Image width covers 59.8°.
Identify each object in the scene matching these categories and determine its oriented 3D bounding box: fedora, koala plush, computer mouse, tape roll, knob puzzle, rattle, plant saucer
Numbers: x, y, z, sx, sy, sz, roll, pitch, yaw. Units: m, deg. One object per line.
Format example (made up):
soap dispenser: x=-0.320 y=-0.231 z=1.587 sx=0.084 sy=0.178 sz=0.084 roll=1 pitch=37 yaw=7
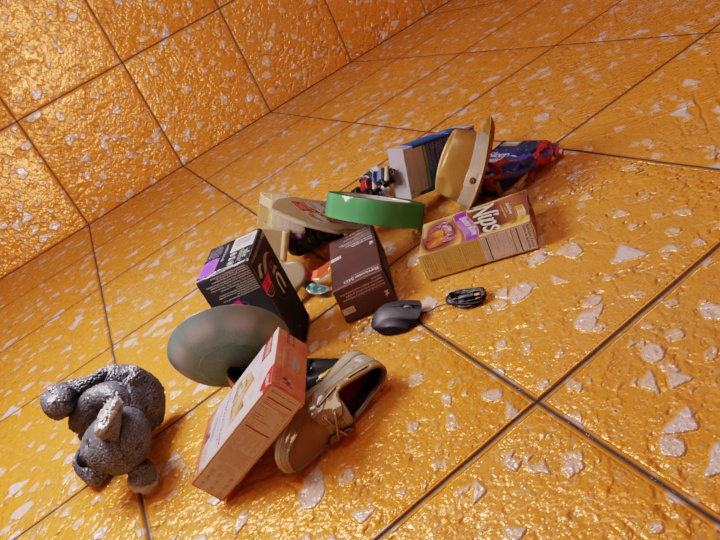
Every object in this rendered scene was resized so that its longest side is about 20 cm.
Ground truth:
fedora: x=0.189 y=-0.197 z=1.174 sx=0.080 sy=0.204 sz=0.202 roll=15 pitch=34 yaw=1
koala plush: x=-0.379 y=0.248 z=0.977 sx=0.181 sy=0.181 sz=0.199 roll=-27 pitch=20 yaw=-22
computer mouse: x=0.103 y=0.056 z=0.990 sx=0.196 sy=0.035 sz=0.059 roll=-19 pitch=27 yaw=18
tape roll: x=0.028 y=-0.121 z=1.240 sx=0.195 sy=0.049 sz=0.201 roll=6 pitch=10 yaw=-1
knob puzzle: x=-0.095 y=-0.106 z=1.281 sx=0.214 sy=0.031 sz=0.220 roll=14 pitch=19 yaw=-5
rattle: x=-0.147 y=0.038 z=1.264 sx=0.195 sy=0.144 sz=0.132 roll=-18 pitch=61 yaw=-3
plant saucer: x=-0.206 y=0.135 z=0.993 sx=0.197 sy=0.202 sz=0.039 roll=-24 pitch=48 yaw=8

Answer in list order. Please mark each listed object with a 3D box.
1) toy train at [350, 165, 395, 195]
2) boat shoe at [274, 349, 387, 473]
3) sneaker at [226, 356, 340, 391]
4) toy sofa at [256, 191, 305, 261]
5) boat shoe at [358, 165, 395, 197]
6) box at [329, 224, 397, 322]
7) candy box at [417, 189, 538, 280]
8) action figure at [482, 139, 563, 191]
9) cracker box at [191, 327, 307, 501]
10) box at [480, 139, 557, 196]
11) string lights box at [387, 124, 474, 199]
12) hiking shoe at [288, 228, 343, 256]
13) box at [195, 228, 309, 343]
toy train: x=0.022 y=-0.181 z=1.332 sx=0.045 sy=0.035 sz=0.199 roll=6 pitch=-12 yaw=-21
boat shoe: x=-0.037 y=0.189 z=0.844 sx=0.065 sy=0.075 sz=0.201 roll=6 pitch=47 yaw=45
sneaker: x=-0.117 y=0.161 z=0.951 sx=0.196 sy=0.091 sz=0.071 roll=-19 pitch=28 yaw=22
toy sofa: x=-0.173 y=-0.090 z=1.342 sx=0.095 sy=0.085 sz=0.201 roll=5 pitch=29 yaw=-12
boat shoe: x=0.035 y=-0.194 z=1.470 sx=0.063 sy=0.072 sz=0.200 roll=-26 pitch=18 yaw=1
box: x=0.000 y=0.000 z=1.148 sx=0.098 sy=0.076 sz=0.201 roll=-24 pitch=28 yaw=7
candy box: x=0.201 y=-0.061 z=1.078 sx=0.196 sy=0.057 sz=0.118 roll=-17 pitch=28 yaw=20
action figure: x=0.319 y=-0.203 z=1.193 sx=0.197 sy=0.066 sz=0.052 roll=-26 pitch=50 yaw=-30
cracker box: x=-0.151 y=0.196 z=0.866 sx=0.201 sy=0.057 sz=0.135 roll=-51 pitch=18 yaw=18
box: x=0.302 y=-0.223 z=1.295 sx=0.199 sy=0.033 sz=0.120 roll=-39 pitch=28 yaw=-22
string lights box: x=0.158 y=-0.230 z=1.314 sx=0.197 sy=0.105 sz=0.059 roll=-23 pitch=21 yaw=-28
hiking shoe: x=-0.079 y=-0.101 z=1.401 sx=0.199 sy=0.077 sz=0.100 roll=-40 pitch=25 yaw=-24
box: x=-0.178 y=0.053 z=1.080 sx=0.104 sy=0.203 sz=0.123 roll=-21 pitch=26 yaw=13
